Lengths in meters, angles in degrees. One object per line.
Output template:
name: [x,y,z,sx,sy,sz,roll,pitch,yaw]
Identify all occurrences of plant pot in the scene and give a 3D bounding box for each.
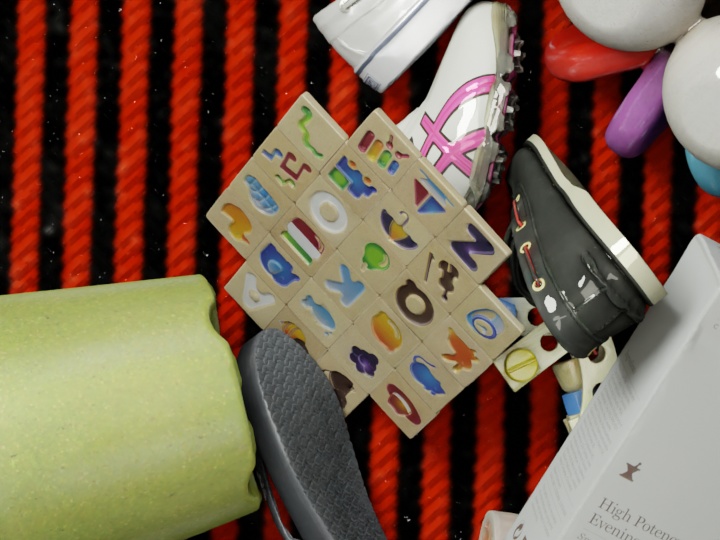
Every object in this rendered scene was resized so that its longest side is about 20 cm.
plant pot: [-0.154,0.086,1.446,0.183,0.200,0.201,-13,90,-8]

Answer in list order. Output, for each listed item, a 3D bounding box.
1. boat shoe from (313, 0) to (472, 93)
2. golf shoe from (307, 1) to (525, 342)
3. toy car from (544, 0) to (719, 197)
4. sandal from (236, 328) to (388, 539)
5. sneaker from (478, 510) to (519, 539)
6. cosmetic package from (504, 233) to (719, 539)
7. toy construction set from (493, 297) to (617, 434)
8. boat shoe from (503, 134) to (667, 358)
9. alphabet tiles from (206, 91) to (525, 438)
boat shoe: [0.056,-0.189,1.477,0.065,0.074,0.200,43,91,-1]
golf shoe: [0.032,-0.054,1.480,0.092,0.073,0.201,17,92,4]
toy car: [0.172,-0.123,1.445,0.200,0.175,0.150,48,128,2]
sandal: [-0.026,0.130,1.482,0.043,0.076,0.201,-20,94,28]
sneaker: [0.104,0.225,1.458,0.079,0.071,0.201,5,67,-8]
cosmetic package: [0.168,0.095,1.406,0.101,0.074,0.201,25,108,-15]
toy construction set: [0.173,0.036,1.471,0.199,0.092,0.132,-26,88,13]
boat shoe: [0.101,-0.016,1.417,0.063,0.201,0.074,-39,111,6]
alphabet tiles: [0.000,0.000,1.440,0.166,0.200,0.006,47,52,3]
